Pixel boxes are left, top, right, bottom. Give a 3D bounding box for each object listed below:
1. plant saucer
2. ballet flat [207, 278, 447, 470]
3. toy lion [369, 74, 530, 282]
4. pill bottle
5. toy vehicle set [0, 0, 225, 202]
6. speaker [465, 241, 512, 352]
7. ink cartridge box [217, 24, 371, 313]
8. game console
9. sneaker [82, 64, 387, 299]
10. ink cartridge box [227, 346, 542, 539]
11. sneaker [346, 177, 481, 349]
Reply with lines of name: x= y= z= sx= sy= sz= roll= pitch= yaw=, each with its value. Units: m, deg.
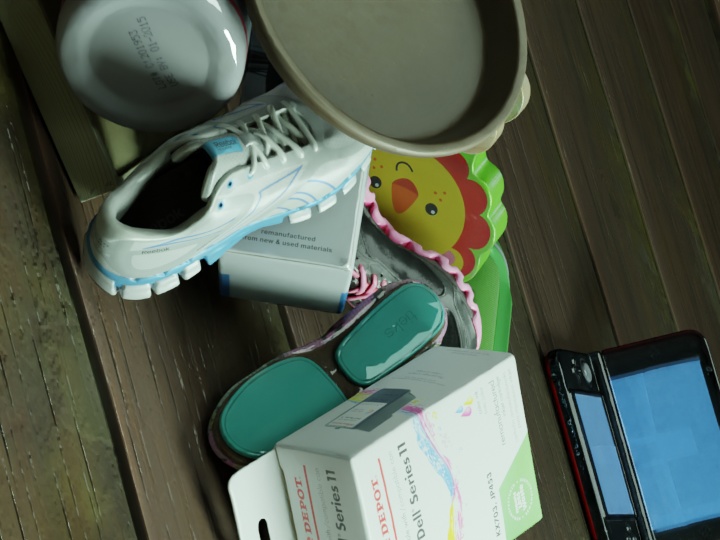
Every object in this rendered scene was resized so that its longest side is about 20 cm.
plant saucer: x=0.010 y=-0.154 z=1.275 sx=0.199 sy=0.029 sz=0.202 roll=16 pitch=61 yaw=-32
ballet flat: x=-0.024 y=0.075 z=1.404 sx=0.200 sy=0.071 sz=0.069 roll=-37 pitch=85 yaw=-36
toy lion: x=0.018 y=-0.085 z=1.575 sx=0.199 sy=0.193 sz=0.069 roll=32 pitch=37 yaw=7
pill bottle: x=-0.111 y=-0.181 z=1.299 sx=0.109 sy=0.108 sz=0.201 roll=56 pitch=25 yaw=-35
toy vehicle set: x=-0.146 y=-0.127 z=1.354 sx=0.125 sy=0.026 sz=0.200 roll=68 pitch=20 yaw=-10
speaker: x=0.065 y=0.047 z=1.673 sx=0.089 sy=0.088 sz=0.201 roll=60 pitch=23 yaw=-28
ink cartridge box: x=-0.033 y=-0.088 z=1.372 sx=0.145 sy=0.083 sz=0.202 roll=101 pitch=-2 yaw=-78
game console: x=0.267 y=0.158 z=2.059 sx=0.172 sy=0.118 sz=0.202 roll=14 pitch=59 yaw=-67
sneaker: x=-0.064 y=-0.058 z=1.244 sx=0.075 sy=0.199 sz=0.087 roll=51 pitch=-15 yaw=12
ink cartridge box: x=0.018 y=0.137 z=1.350 sx=0.199 sy=0.067 sz=0.118 roll=-29 pitch=115 yaw=-42
sneaker: x=0.000 y=0.000 z=1.538 sx=0.200 sy=0.079 sz=0.095 roll=48 pitch=31 yaw=-3
